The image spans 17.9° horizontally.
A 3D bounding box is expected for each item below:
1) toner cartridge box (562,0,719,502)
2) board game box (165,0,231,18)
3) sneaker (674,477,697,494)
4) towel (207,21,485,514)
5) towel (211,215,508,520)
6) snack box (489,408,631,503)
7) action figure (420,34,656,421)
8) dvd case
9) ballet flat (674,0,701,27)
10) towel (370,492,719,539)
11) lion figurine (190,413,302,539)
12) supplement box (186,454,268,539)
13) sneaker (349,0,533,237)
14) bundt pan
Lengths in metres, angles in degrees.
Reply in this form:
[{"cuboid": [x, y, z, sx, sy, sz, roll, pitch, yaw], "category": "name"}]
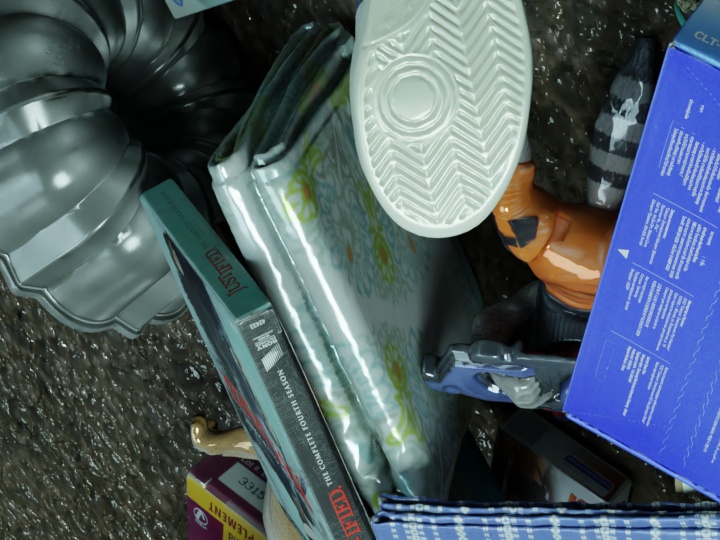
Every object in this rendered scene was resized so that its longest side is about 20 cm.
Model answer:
[{"cuboid": [0.135, 0.000, 0.790, 0.095, 0.043, 0.200, 28, 142, 15], "category": "toner cartridge box"}, {"cuboid": [-0.053, -0.207, 1.041, 0.200, 0.047, 0.151, -8, 114, 54], "category": "board game box"}, {"cuboid": [0.173, 0.018, 0.896, 0.089, 0.067, 0.201, 4, 137, 6], "category": "sneaker"}, {"cuboid": [0.000, 0.000, 1.063, 0.048, 0.171, 0.201, -17, 111, 21], "category": "towel"}, {"cuboid": [0.004, 0.056, 1.122, 0.022, 0.147, 0.201, -31, 85, 21], "category": "towel"}, {"cuboid": [0.096, 0.159, 1.218, 0.072, 0.024, 0.201, 34, 143, 24], "category": "snack box"}, {"cuboid": [0.130, 0.004, 1.001, 0.199, 0.105, 0.194, 9, 141, 9], "category": "action figure"}, {"cuboid": [-0.037, 0.068, 1.050, 0.146, 0.022, 0.201, 48, 164, 57], "category": "dvd case"}, {"cuboid": [0.136, -0.126, 0.874, 0.200, 0.068, 0.075, 49, 122, 8], "category": "ballet flat"}, {"cuboid": [0.114, 0.149, 0.991, 0.199, 0.024, 0.145, -1, 131, 23], "category": "towel"}, {"cuboid": [-0.028, 0.128, 1.195, 0.122, 0.201, 0.072, 1, 167, 6], "category": "lion figurine"}, {"cuboid": [-0.023, 0.184, 1.321, 0.131, 0.103, 0.201, 34, 143, 27], "category": "supplement box"}, {"cuboid": [0.030, -0.116, 0.926, 0.085, 0.074, 0.201, -83, -9, -83], "category": "sneaker"}, {"cuboid": [-0.118, -0.073, 1.128, 0.076, 0.202, 0.202, -25, 101, 34], "category": "bundt pan"}]
